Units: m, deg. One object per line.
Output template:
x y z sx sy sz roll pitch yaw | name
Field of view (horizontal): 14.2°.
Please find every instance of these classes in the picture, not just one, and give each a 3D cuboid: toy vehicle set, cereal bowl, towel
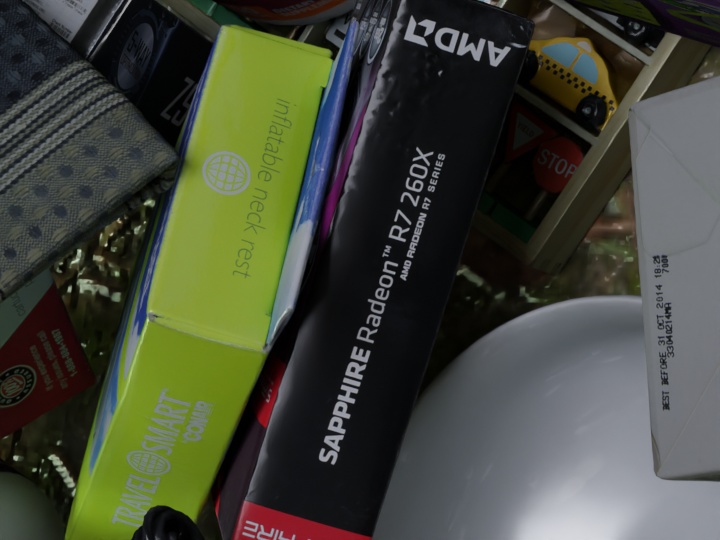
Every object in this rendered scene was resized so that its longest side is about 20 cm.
0.029 -0.103 1.072 0.200 0.027 0.124 36 99 28 | toy vehicle set
0.099 0.111 0.958 0.200 0.083 0.201 -9 75 36 | cereal bowl
-0.188 -0.030 0.933 0.200 0.035 0.193 -39 64 -18 | towel

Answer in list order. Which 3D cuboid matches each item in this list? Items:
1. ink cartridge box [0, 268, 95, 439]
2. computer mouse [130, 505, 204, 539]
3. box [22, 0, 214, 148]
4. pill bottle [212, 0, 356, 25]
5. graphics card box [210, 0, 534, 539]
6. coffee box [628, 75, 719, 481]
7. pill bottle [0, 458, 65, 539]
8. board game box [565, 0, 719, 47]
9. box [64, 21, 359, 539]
-0.224 0.009 1.013 0.200 0.145 0.145 -31 59 -11 | ink cartridge box
-0.031 0.143 0.978 0.110 0.200 0.044 40 76 12 | computer mouse
-0.127 -0.106 1.077 0.200 0.160 0.044 34 91 29 | box
-0.063 -0.162 1.001 0.114 0.200 0.114 -5 78 27 | pill bottle
0.000 0.000 0.986 0.051 0.125 0.200 18 96 -7 | graphics card box
0.182 0.007 0.867 0.080 0.200 0.115 -16 74 51 | coffee box
-0.184 0.106 1.098 0.200 0.112 0.112 33 97 28 | pill bottle
0.128 -0.089 0.942 0.200 0.120 0.032 19 94 16 | board game box
-0.054 0.009 0.991 0.048 0.200 0.122 16 57 -7 | box
